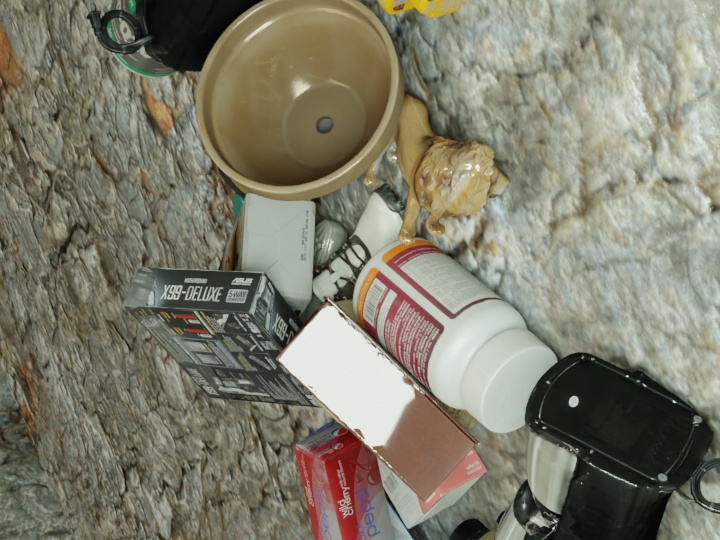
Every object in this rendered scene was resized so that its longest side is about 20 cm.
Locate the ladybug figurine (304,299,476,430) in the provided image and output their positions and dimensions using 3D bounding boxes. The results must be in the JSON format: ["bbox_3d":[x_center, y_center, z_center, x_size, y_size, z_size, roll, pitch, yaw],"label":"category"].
[{"bbox_3d":[0.026,0.111,1.487,0.199,0.136,0.072,32,161,6],"label":"ladybug figurine"}]

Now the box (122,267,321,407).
[{"bbox_3d":[-0.132,0.072,1.535,0.156,0.050,0.200,2,148,29],"label":"box"}]

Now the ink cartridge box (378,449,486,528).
[{"bbox_3d":[0.043,0.160,1.577,0.201,0.067,0.117,59,152,15],"label":"ink cartridge box"}]

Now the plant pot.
[{"bbox_3d":[-0.046,-0.152,1.370,0.202,0.200,0.093,55,-175,24],"label":"plant pot"}]

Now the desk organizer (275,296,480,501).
[{"bbox_3d":[0.014,0.121,1.400,0.200,0.077,0.072,44,177,-3],"label":"desk organizer"}]

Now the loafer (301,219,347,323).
[{"bbox_3d":[-0.042,0.035,1.649,0.070,0.069,0.202,-114,34,-54],"label":"loafer"}]

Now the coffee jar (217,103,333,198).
[{"bbox_3d":[-0.074,-0.132,1.535,0.085,0.105,0.199,45,158,-15],"label":"coffee jar"}]

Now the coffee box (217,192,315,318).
[{"bbox_3d":[-0.109,0.014,1.606,0.200,0.079,0.114,120,154,-61],"label":"coffee box"}]

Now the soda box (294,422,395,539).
[{"bbox_3d":[-0.009,0.265,1.523,0.070,0.063,0.202,17,124,57],"label":"soda box"}]

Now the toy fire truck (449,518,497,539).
[{"bbox_3d":[0.101,0.378,1.530,0.128,0.175,0.201,35,153,46],"label":"toy fire truck"}]

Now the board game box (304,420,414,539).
[{"bbox_3d":[0.018,0.295,1.680,0.200,0.043,0.201,54,170,28],"label":"board game box"}]

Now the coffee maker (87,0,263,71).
[{"bbox_3d":[-0.147,-0.283,1.452,0.135,0.191,0.200,56,153,5],"label":"coffee maker"}]

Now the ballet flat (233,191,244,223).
[{"bbox_3d":[-0.117,-0.106,1.679,0.068,0.067,0.202,42,143,54],"label":"ballet flat"}]

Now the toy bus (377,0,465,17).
[{"bbox_3d":[0.023,-0.295,1.279,0.201,0.065,0.079,56,151,23],"label":"toy bus"}]

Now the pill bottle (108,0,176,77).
[{"bbox_3d":[-0.213,-0.302,1.664,0.114,0.112,0.200,67,153,3],"label":"pill bottle"}]

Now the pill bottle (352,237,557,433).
[{"bbox_3d":[0.088,0.060,1.371,0.200,0.109,0.111,41,143,43],"label":"pill bottle"}]

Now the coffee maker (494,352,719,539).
[{"bbox_3d":[0.209,0.201,1.222,0.192,0.134,0.201,47,147,35],"label":"coffee maker"}]

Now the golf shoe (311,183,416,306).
[{"bbox_3d":[0.000,0.000,1.509,0.078,0.094,0.201,53,148,34],"label":"golf shoe"}]

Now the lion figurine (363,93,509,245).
[{"bbox_3d":[0.055,-0.108,1.354,0.201,0.072,0.123,53,141,36],"label":"lion figurine"}]
